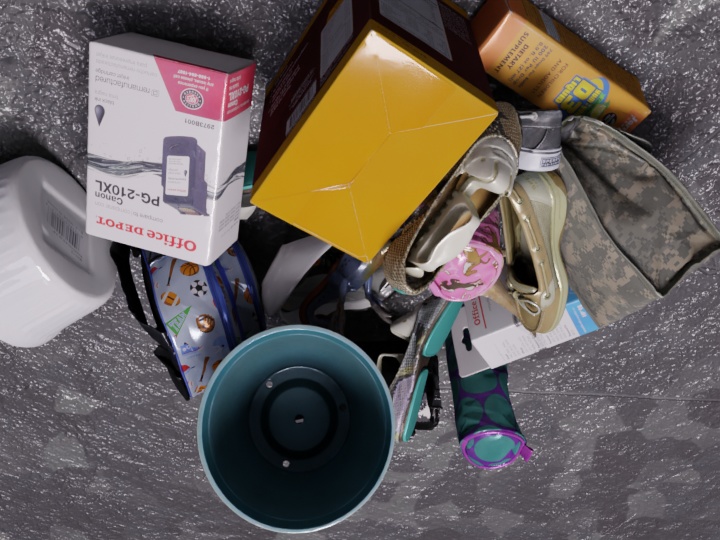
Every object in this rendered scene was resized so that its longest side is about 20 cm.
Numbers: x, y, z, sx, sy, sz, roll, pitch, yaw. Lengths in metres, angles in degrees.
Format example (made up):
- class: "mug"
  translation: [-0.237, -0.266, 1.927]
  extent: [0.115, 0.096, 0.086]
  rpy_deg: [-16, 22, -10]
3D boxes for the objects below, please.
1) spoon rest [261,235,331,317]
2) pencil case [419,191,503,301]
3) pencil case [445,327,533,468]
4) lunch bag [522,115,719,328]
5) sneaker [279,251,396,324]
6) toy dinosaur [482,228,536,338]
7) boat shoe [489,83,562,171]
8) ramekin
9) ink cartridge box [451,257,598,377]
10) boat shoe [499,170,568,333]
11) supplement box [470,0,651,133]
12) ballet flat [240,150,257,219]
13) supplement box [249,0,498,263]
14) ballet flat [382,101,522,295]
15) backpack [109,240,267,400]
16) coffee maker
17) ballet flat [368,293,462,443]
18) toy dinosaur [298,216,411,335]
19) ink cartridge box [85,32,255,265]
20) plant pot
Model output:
- class: "spoon rest"
  translation: [-0.055, -0.033, 0.883]
  extent: [0.060, 0.099, 0.202]
  rpy_deg: [27, 98, -8]
- class: "pencil case"
  translation: [0.100, -0.061, 0.821]
  extent: [0.082, 0.202, 0.087]
  rpy_deg: [15, 131, -13]
- class: "pencil case"
  translation: [0.163, 0.156, 1.010]
  extent: [0.091, 0.201, 0.086]
  rpy_deg: [11, 130, -9]
- class: "lunch bag"
  translation: [0.255, -0.059, 0.816]
  extent: [0.117, 0.201, 0.164]
  rpy_deg: [-35, 170, -12]
- class: "sneaker"
  translation: [-0.026, 0.007, 0.966]
  extent: [0.198, 0.074, 0.080]
  rpy_deg: [-20, 123, 16]
- class: "toy dinosaur"
  translation: [0.143, -0.003, 0.930]
  extent: [0.199, 0.102, 0.058]
  rpy_deg: [35, 166, 9]
- class: "boat shoe"
  translation: [0.115, -0.153, 0.784]
  extent: [0.073, 0.198, 0.069]
  rpy_deg: [-16, 117, -37]
- class: "ramekin"
  translation: [-0.360, -0.027, 0.853]
  extent: [0.097, 0.202, 0.201]
  rpy_deg: [-24, 128, 9]
- class: "ink cartridge box"
  translation: [0.194, 0.042, 0.965]
  extent: [0.198, 0.117, 0.067]
  rpy_deg: [-24, 133, 18]
- class: "boat shoe"
  translation: [0.175, -0.011, 0.811]
  extent: [0.062, 0.073, 0.203]
  rpy_deg: [-23, 132, -20]
- class: "supplement box"
  translation: [0.202, -0.204, 0.789]
  extent: [0.198, 0.069, 0.067]
  rpy_deg: [24, 128, -24]
- class: "ballet flat"
  translation: [-0.163, -0.094, 0.886]
  extent: [0.197, 0.069, 0.069]
  rpy_deg: [-2, 142, 15]
- class: "supplement box"
  translation: [0.005, -0.161, 0.734]
  extent: [0.132, 0.202, 0.198]
  rpy_deg: [26, 126, -23]
- class: "ballet flat"
  translation: [0.094, -0.059, 0.694]
  extent: [0.067, 0.075, 0.201]
  rpy_deg: [34, 94, -20]
- class: "backpack"
  translation: [-0.190, 0.047, 0.919]
  extent: [0.152, 0.191, 0.202]
  rpy_deg: [-18, 130, -3]
- class: "coffee maker"
  translation: [0.003, 0.145, 1.019]
  extent: [0.197, 0.137, 0.192]
  rpy_deg: [-2, 159, 2]
- class: "ballet flat"
  translation: [0.057, 0.095, 0.891]
  extent: [0.071, 0.072, 0.203]
  rpy_deg: [21, 91, -18]
- class: "toy dinosaur"
  translation: [0.000, 0.000, 0.914]
  extent: [0.180, 0.203, 0.105]
  rpy_deg: [-21, 148, 27]
- class: "ink cartridge box"
  translation: [-0.196, -0.123, 0.790]
  extent: [0.143, 0.084, 0.203]
  rpy_deg: [14, 115, 7]
- class: "plant pot"
  translation: [-0.069, 0.166, 0.854]
  extent: [0.197, 0.203, 0.188]
  rpy_deg: [3, 173, -4]
